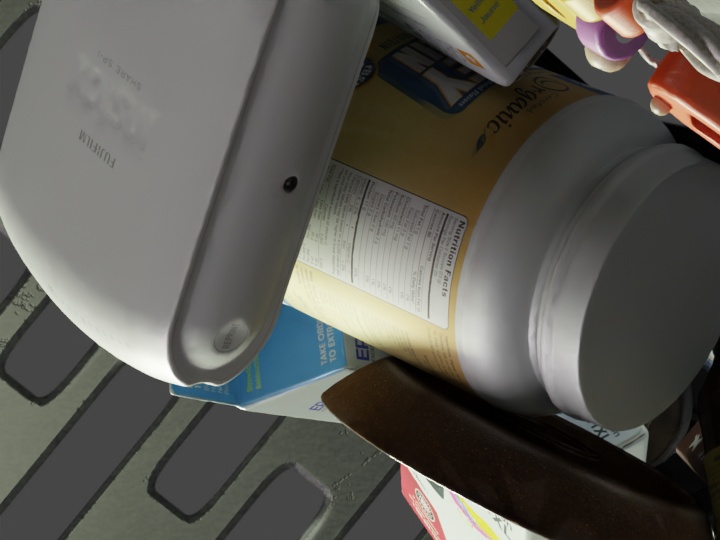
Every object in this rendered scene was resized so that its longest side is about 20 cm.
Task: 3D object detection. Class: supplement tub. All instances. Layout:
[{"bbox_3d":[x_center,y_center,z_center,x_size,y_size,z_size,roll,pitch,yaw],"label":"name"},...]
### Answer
[{"bbox_3d":[0.055,-0.023,1.117,0.200,0.145,0.145,25,170,34],"label":"supplement tub"}]

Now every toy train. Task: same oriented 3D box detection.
[{"bbox_3d":[0.093,-0.082,0.732,0.150,0.056,0.200,37,180,18],"label":"toy train"}]

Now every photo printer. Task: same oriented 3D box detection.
[{"bbox_3d":[-0.084,-0.061,1.092,0.069,0.200,0.166,-1,-151,-41],"label":"photo printer"}]

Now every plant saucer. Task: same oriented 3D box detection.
[{"bbox_3d":[0.078,0.086,1.144,0.200,0.035,0.200,26,-176,-2],"label":"plant saucer"}]

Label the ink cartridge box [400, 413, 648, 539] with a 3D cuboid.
[{"bbox_3d":[0.089,0.110,1.446,0.146,0.083,0.200,55,163,32],"label":"ink cartridge box"}]

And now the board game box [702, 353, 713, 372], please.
[{"bbox_3d":[0.179,0.015,1.346,0.200,0.041,0.200,39,179,-2],"label":"board game box"}]

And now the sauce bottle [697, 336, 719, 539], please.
[{"bbox_3d":[0.186,0.086,1.131,0.065,0.065,0.200,45,-145,-70],"label":"sauce bottle"}]

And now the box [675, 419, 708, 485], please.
[{"bbox_3d":[0.262,0.117,1.218,0.200,0.100,0.075,39,-176,-7],"label":"box"}]

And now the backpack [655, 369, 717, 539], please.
[{"bbox_3d":[0.170,0.090,1.574,0.200,0.163,0.154,45,165,8],"label":"backpack"}]

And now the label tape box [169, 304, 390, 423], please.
[{"bbox_3d":[0.000,0.000,1.258,0.200,0.144,0.066,11,150,-33],"label":"label tape box"}]

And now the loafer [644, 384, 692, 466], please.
[{"bbox_3d":[0.122,0.033,1.466,0.071,0.073,0.200,13,-143,-43],"label":"loafer"}]

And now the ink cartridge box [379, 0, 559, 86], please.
[{"bbox_3d":[-0.034,-0.175,1.065,0.200,0.047,0.198,43,177,-39],"label":"ink cartridge box"}]
